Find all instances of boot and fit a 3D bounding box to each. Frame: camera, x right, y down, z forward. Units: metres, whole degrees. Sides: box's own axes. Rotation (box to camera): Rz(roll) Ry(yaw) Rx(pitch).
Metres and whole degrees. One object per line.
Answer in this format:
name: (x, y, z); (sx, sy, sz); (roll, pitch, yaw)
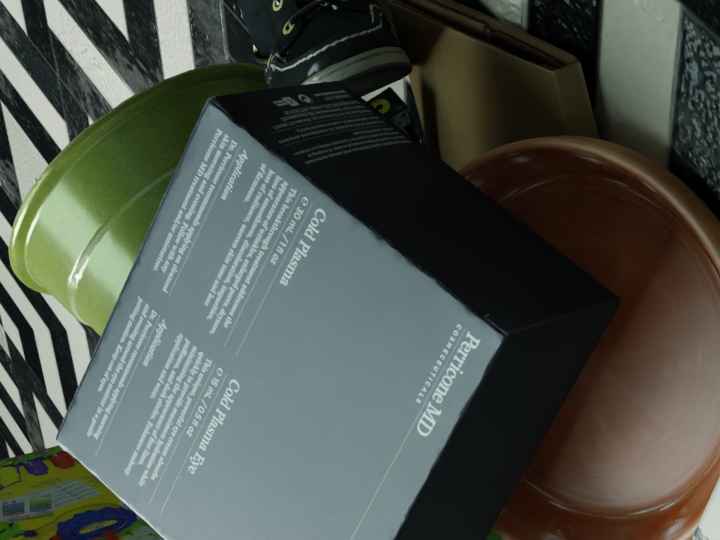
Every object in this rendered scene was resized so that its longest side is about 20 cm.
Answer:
boot: (-0.037, -0.158, 1.177); (0.204, 0.073, 0.154); (-122, 11, -82)

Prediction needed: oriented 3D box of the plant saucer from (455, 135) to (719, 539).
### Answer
plant saucer: (0.101, 0.037, 1.052); (0.200, 0.032, 0.201); (10, 106, 39)

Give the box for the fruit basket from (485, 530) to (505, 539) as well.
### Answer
fruit basket: (0.071, 0.161, 1.195); (0.216, 0.155, 0.216); (60, 164, 29)

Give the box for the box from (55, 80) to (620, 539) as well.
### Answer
box: (-0.015, 0.047, 1.049); (0.182, 0.104, 0.200); (40, 118, 24)

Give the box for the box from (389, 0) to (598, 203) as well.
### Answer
box: (0.083, -0.032, 1.143); (0.163, 0.021, 0.201); (33, 144, 57)

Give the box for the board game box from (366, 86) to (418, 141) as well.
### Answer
board game box: (0.000, 0.000, 1.223); (0.023, 0.105, 0.200); (51, 169, 40)

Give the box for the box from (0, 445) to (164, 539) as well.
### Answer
box: (-0.155, 0.191, 1.267); (0.193, 0.199, 0.122); (34, 133, 58)

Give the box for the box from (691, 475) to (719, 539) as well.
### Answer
box: (0.193, 0.118, 0.975); (0.082, 0.068, 0.200); (54, 159, 26)

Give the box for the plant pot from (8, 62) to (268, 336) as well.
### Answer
plant pot: (-0.076, 0.014, 1.356); (0.190, 0.200, 0.200); (53, 158, 23)
